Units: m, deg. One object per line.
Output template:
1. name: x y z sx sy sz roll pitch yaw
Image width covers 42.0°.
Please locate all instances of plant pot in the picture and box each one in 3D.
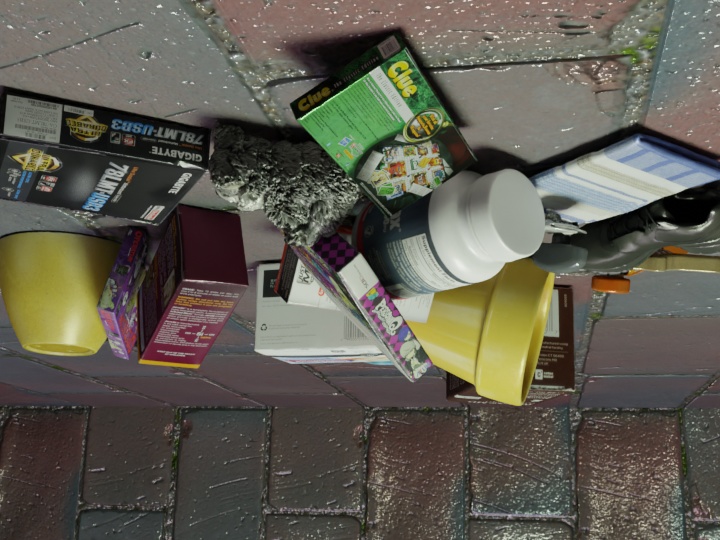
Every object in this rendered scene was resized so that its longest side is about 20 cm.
1. plant pot: 0.158 0.067 1.309 0.187 0.203 0.201 14 169 16
2. plant pot: -0.421 0.043 1.334 0.197 0.144 0.200 2 165 0

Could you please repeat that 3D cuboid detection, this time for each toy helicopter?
1. toy helicopter: 0.386 -0.010 1.174 0.197 0.080 0.132 5 -176 19

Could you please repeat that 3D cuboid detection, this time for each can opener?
1. can opener: 0.180 -0.037 1.074 0.052 0.067 0.199 10 180 -27

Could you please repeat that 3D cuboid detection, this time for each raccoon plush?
1. raccoon plush: -0.053 -0.115 0.900 0.199 0.097 0.134 -37 136 16

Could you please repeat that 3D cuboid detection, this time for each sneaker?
1. sneaker: 0.325 -0.053 1.067 0.198 0.077 0.091 -16 152 25

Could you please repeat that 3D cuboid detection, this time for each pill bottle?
1. pill bottle: 0.094 -0.041 1.014 0.119 0.121 0.199 14 161 -39

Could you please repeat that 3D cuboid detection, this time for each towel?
1. towel: 0.259 -0.094 0.987 0.145 0.024 0.199 11 162 -32

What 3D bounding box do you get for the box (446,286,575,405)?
1. box: 0.238 0.124 1.523 0.163 0.167 0.200 3 165 -7

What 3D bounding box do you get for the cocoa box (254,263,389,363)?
1. cocoa box: -0.040 0.062 1.384 0.197 0.135 0.131 -3 165 19

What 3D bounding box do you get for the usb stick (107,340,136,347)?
1. usb stick: -0.440 0.142 1.920 0.055 0.033 0.199 -17 157 32

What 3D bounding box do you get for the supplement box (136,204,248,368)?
1. supplement box: -0.218 0.026 1.191 0.085 0.111 0.200 8 142 -26

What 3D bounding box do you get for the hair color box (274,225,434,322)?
1. hair color box: 0.000 0.000 1.190 0.198 0.103 0.061 10 -168 -26

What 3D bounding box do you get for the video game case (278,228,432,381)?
1. video game case: -0.018 0.010 1.022 0.200 0.036 0.182 42 169 52

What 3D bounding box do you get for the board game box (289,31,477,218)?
1. board game box: 0.027 -0.117 0.812 0.104 0.024 0.200 -29 151 11

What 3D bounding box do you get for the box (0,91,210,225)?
1. box: -0.274 -0.106 0.953 0.196 0.050 0.200 10 164 -25

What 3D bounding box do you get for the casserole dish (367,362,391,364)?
1. casserole dish: 0.094 0.169 1.955 0.197 0.039 0.121 -2 165 15

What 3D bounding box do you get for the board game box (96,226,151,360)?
1. board game box: -0.319 0.036 1.291 0.032 0.121 0.200 20 157 0
